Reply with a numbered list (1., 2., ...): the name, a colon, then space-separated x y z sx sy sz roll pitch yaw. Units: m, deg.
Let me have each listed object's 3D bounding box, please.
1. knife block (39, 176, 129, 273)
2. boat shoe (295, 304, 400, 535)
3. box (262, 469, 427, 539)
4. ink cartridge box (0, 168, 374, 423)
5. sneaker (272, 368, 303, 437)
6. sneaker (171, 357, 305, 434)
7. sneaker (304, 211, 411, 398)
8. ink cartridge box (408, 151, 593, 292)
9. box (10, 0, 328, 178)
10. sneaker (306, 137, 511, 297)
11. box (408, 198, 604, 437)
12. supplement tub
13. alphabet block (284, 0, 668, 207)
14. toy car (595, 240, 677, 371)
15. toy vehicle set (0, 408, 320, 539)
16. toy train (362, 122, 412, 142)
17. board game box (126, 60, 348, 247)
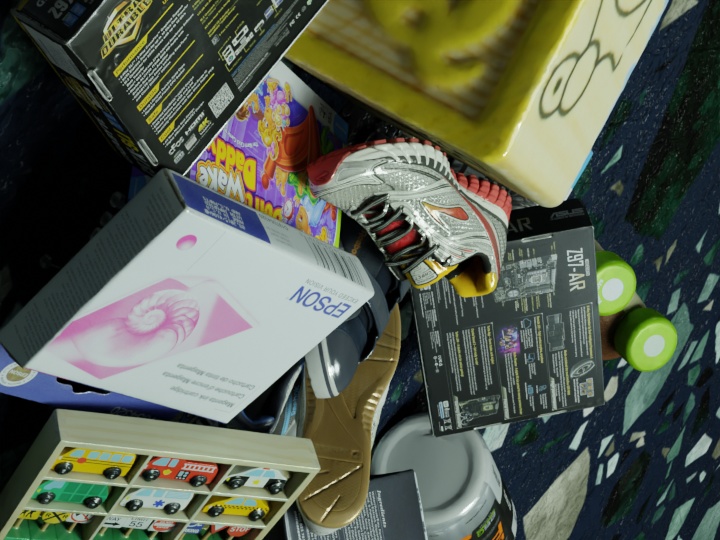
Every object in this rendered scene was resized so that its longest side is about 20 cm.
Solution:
1. knife block: -0.122 -0.016 1.088 0.199 0.064 0.177 -37 144 -36
2. boat shoe: -0.018 0.101 1.217 0.069 0.070 0.202 119 -15 -65
3. box: -0.054 0.231 1.303 0.199 0.147 0.106 -1 80 -56
4. ink cartridge box: -0.119 0.040 1.009 0.200 0.044 0.196 -43 146 18
5. sneaker: -0.045 0.052 1.264 0.082 0.073 0.202 26 90 -56
6. sneaker: -0.104 0.108 1.175 0.077 0.085 0.201 34 87 -24
7. sneaker: 0.000 0.000 1.178 0.079 0.078 0.202 74 15 -52
8. ink cartridge box: 0.118 -0.053 1.438 0.201 0.066 0.116 -59 151 -3
9. box: -0.084 -0.165 0.896 0.201 0.049 0.160 -52 152 -11
10. sneaker: 0.041 -0.036 1.120 0.199 0.077 0.083 21 64 -44
11. box: 0.125 0.044 1.385 0.158 0.044 0.202 -11 127 0
12. supplement tub: 0.086 0.231 1.582 0.123 0.122 0.200 -52 150 -15
13. alphabet block: 0.079 -0.179 1.103 0.197 0.195 0.200 -63 161 1
14. toy car: 0.164 0.060 1.520 0.200 0.164 0.158 -41 120 0
15. toy vehicle set: -0.142 0.153 1.113 0.198 0.027 0.125 10 133 -33
16. toy train: 0.044 -0.131 1.289 0.201 0.034 0.046 -57 163 -9
17. board game box: -0.074 -0.072 1.060 0.200 0.044 0.136 37 53 -58
